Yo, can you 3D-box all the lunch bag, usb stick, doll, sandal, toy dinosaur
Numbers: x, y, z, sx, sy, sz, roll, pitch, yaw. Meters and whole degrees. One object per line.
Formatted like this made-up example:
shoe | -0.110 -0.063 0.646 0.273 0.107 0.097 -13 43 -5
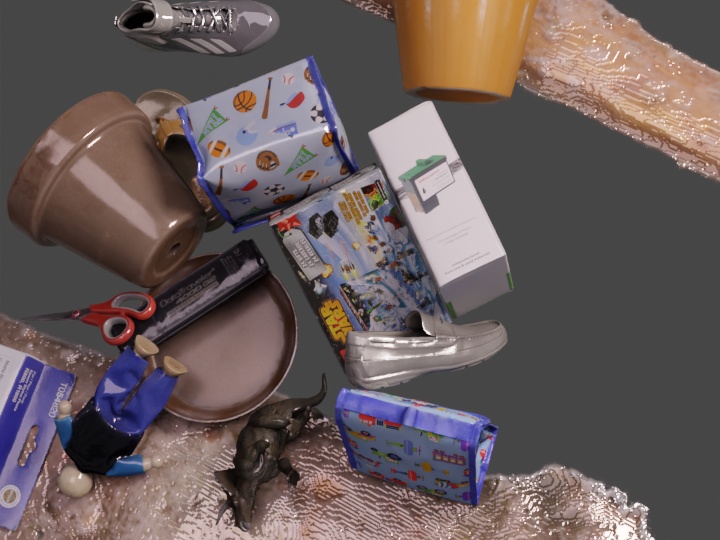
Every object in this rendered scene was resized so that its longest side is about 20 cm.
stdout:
lunch bag | -0.092 -0.123 1.496 0.169 0.200 0.125 -18 67 3
usb stick | -0.198 0.034 1.524 0.199 0.033 0.056 -33 63 -1
doll | -0.277 0.178 1.496 0.136 0.048 0.201 36 98 -7
lunch bag | 0.057 0.173 1.385 0.149 0.200 0.095 14 77 12
sandal | -0.216 -0.140 1.598 0.080 0.054 0.201 -26 72 1
toy dinosaur | -0.103 0.187 1.471 0.102 0.077 0.201 -3 55 42

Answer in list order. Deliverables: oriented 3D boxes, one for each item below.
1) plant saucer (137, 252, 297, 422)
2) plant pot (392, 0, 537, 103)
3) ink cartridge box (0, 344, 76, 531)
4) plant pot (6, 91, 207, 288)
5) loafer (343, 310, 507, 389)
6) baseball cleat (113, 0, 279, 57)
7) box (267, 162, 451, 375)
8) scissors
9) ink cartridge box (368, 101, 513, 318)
plant saucer | -0.168 0.080 1.538 0.198 0.032 0.202 -3 73 8
plant pot | 0.119 -0.293 1.529 0.198 0.200 0.185 4 91 10
ink cartridge box | -0.460 0.180 1.551 0.198 0.041 0.201 16 77 13
plant pot | -0.274 -0.077 1.515 0.174 0.200 0.201 39 83 14
loafer | 0.073 0.077 1.443 0.199 0.070 0.070 -12 99 -29
baseball cleat | -0.203 -0.299 1.615 0.198 0.106 0.070 -5 87 13
box | 0.000 0.000 1.471 0.136 0.040 0.201 -26 110 0
scissors | -0.320 0.048 1.551 0.199 0.014 0.073 8 56 40
ink cartridge box | 0.091 -0.066 1.479 0.084 0.146 0.201 -25 71 2
